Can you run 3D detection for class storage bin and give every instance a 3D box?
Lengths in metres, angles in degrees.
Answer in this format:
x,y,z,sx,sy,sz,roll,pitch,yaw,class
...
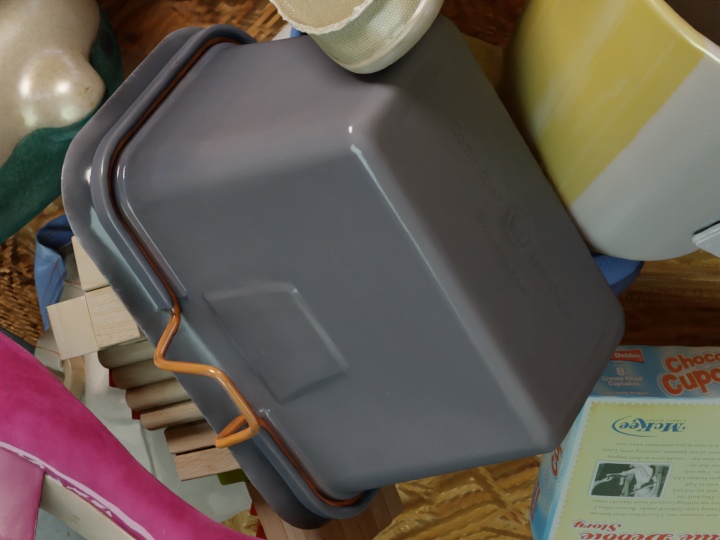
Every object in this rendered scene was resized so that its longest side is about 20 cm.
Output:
x,y,z,sx,sy,sz,roll,pitch,yaw,class
0.000,0.000,0.806,0.134,0.146,0.200,-11,122,42,storage bin

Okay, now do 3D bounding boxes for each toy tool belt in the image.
x,y,z,sx,sy,sz,roll,pitch,yaw,class
-0.099,0.016,0.947,0.125,0.123,0.200,-23,126,-13,toy tool belt

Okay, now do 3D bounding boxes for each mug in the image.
x,y,z,sx,sy,sz,roll,pitch,yaw,class
0.111,-0.094,0.815,0.187,0.149,0.153,44,141,8,mug

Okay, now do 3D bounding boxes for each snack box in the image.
x,y,z,sx,sy,sz,roll,pitch,yaw,class
0.186,0.087,0.962,0.200,0.037,0.116,1,133,-8,snack box

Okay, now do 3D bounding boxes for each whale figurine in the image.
x,y,z,sx,sy,sz,roll,pitch,yaw,class
-0.168,-0.045,0.890,0.159,0.200,0.104,-13,136,24,whale figurine

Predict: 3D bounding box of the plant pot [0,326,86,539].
x,y,z,sx,sy,sz,roll,pitch,yaw,class
-0.198,0.146,1.051,0.200,0.196,0.196,25,155,-19,plant pot

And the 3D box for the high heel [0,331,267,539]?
x,y,z,sx,sy,sz,roll,pitch,yaw,class
-0.077,0.090,0.846,0.200,0.096,0.067,15,154,-17,high heel

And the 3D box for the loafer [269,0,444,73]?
x,y,z,sx,sy,sz,roll,pitch,yaw,class
-0.033,-0.154,0.759,0.068,0.200,0.076,13,131,-47,loafer

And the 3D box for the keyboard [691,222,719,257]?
x,y,z,sx,sy,sz,roll,pitch,yaw,class
0.210,0.001,0.866,0.056,0.011,0.200,-22,153,33,keyboard

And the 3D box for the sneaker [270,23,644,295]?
x,y,z,sx,sy,sz,roll,pitch,yaw,class
0.036,-0.046,0.911,0.200,0.074,0.082,21,131,-2,sneaker

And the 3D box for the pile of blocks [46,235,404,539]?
x,y,z,sx,sy,sz,roll,pitch,yaw,class
-0.062,0.050,0.881,0.062,0.082,0.200,-15,125,36,pile of blocks
